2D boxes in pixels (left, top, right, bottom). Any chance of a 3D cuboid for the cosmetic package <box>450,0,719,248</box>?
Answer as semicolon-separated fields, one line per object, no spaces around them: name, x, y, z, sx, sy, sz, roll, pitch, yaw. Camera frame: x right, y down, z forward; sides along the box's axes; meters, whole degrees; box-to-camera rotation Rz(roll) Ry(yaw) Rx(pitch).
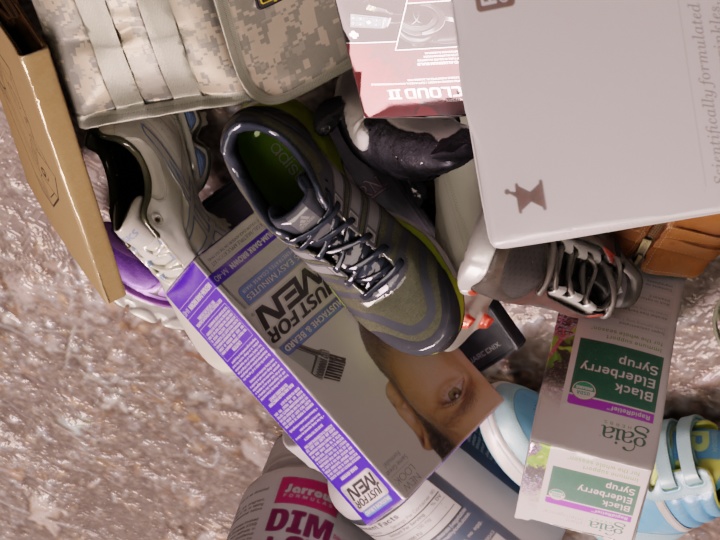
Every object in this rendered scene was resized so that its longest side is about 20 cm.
cosmetic package;0.163;-0.112;1.054;0.164;0.200;0.166;-8;93;24

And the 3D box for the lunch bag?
lunch bag;-0.094;-0.187;1.162;0.199;0.118;0.165;-7;125;13

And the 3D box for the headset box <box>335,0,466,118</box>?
headset box;0.036;-0.194;1.091;0.077;0.149;0.201;1;132;17

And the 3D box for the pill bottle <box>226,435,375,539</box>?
pill bottle;-0.048;0.222;1.461;0.113;0.201;0.114;9;134;9

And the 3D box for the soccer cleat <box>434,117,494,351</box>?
soccer cleat;0.073;-0.049;1.224;0.077;0.069;0.201;22;98;21

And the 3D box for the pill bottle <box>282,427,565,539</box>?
pill bottle;0.046;0.149;1.422;0.200;0.120;0.119;40;131;-19

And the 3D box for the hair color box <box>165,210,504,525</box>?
hair color box;-0.016;0.049;1.241;0.200;0.109;0.065;49;146;0

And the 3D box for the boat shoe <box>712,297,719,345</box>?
boat shoe;0.263;0.040;1.254;0.063;0.071;0.200;0;157;31

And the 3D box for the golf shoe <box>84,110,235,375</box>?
golf shoe;-0.129;-0.017;1.284;0.078;0.097;0.201;-22;90;36

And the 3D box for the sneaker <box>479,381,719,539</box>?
sneaker;0.187;0.123;1.386;0.200;0.080;0.130;36;134;-28

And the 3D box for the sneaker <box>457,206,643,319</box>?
sneaker;0.124;-0.008;1.165;0.082;0.200;0.078;24;99;23

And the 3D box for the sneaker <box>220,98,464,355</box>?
sneaker;-0.018;-0.023;1.178;0.200;0.081;0.074;45;107;7

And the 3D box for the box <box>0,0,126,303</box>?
box;-0.210;-0.098;1.263;0.021;0.164;0.201;-23;131;-14

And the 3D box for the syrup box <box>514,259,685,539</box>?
syrup box;0.159;0.072;1.260;0.078;0.201;0.082;13;134;7

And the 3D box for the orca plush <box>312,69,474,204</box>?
orca plush;0.042;-0.076;1.175;0.200;0.105;0.071;23;138;55

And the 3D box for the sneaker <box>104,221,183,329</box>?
sneaker;-0.100;-0.004;1.374;0.199;0.081;0.084;15;117;-6

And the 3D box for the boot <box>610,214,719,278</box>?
boot;0.238;-0.047;1.219;0.199;0.074;0.155;25;134;9

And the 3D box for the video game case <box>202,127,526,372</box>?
video game case;0.000;0.000;1.296;0.143;0.019;0.201;-33;94;32
